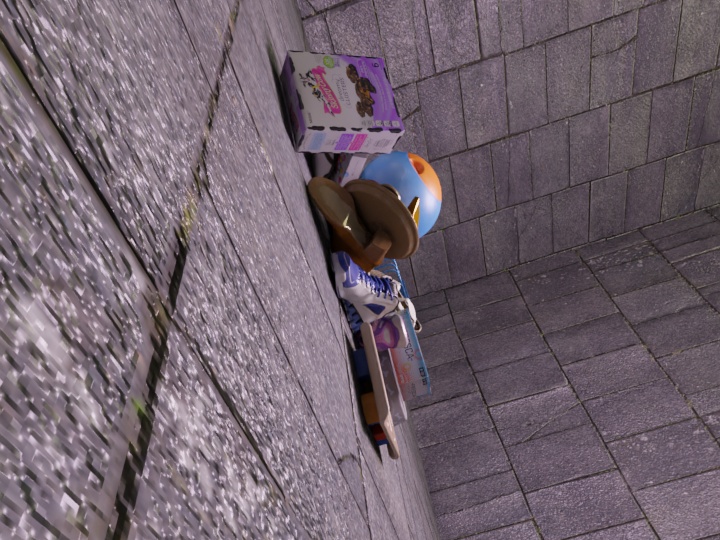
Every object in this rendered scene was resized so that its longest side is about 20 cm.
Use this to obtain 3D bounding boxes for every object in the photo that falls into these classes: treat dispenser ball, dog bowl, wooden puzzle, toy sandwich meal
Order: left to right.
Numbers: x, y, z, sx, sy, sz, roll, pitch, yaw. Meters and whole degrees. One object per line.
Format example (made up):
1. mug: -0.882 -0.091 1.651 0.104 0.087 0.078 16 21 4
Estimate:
1. wooden puzzle: 0.025 0.226 0.980 0.203 0.045 0.189 78 0 -51
2. toy sandwich meal: 0.045 -0.102 1.030 0.202 0.070 0.208 31 -31 20
3. dog bowl: 0.059 0.263 1.239 0.200 0.057 0.206 -16 91 -86
4. treat dispenser ball: 0.084 -0.162 1.203 0.201 0.195 0.207 -16 90 -87

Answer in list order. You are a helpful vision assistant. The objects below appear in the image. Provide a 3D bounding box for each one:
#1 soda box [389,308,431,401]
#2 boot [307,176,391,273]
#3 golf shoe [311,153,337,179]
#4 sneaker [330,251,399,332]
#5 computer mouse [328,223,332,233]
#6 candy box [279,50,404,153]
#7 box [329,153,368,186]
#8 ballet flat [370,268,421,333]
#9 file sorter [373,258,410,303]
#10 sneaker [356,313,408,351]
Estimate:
1. soda box: 0.100 0.183 1.191 0.203 0.066 0.065 -103 178 -47
2. boot: -0.039 -0.075 1.023 0.200 0.071 0.144 40 -29 -5
3. golf shoe: -0.094 -0.285 1.125 0.077 0.092 0.207 16 -77 60
4. sneaker: 0.014 0.031 1.032 0.202 0.112 0.082 71 3 -48
5. computer mouse: -0.070 -0.149 1.221 0.059 0.033 0.204 85 -13 -55
6. candy box: -0.036 -0.307 0.985 0.072 0.194 0.172 -47 -126 58
7. box: -0.035 -0.257 1.148 0.158 0.040 0.203 -110 -146 -40
8. ballet flat: 0.087 0.072 1.293 0.075 0.068 0.202 -19 -70 51
9. file sorter: 0.047 0.039 1.425 0.201 0.135 0.126 -96 166 -71
10. sneaker: 0.025 0.134 1.142 0.199 0.086 0.083 165 -92 -71
